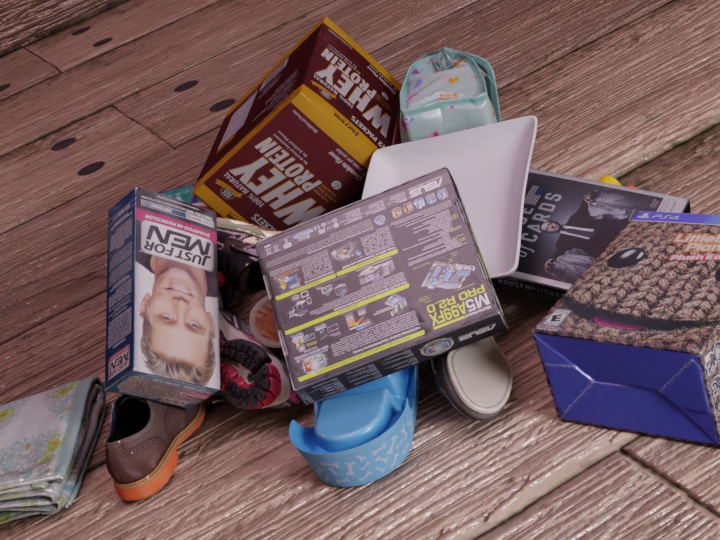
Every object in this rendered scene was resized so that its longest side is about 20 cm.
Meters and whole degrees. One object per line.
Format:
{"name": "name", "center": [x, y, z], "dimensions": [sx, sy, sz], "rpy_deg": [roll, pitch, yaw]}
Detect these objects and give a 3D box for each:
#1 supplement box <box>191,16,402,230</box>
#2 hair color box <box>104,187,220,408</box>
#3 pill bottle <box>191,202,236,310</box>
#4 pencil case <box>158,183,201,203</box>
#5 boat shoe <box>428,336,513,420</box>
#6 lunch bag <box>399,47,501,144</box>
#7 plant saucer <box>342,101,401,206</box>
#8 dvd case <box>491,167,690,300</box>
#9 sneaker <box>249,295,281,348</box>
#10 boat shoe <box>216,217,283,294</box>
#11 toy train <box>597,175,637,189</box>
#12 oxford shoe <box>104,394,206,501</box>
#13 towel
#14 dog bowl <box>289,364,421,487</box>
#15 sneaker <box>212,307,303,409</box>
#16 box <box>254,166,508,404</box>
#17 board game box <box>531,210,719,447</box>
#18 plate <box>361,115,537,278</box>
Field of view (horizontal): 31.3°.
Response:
{"name": "supplement box", "center": [-0.071, -0.158, 1.535], "dimensions": [0.197, 0.133, 0.200], "rpy_deg": [-39, 22, 30]}
{"name": "hair color box", "center": [-0.195, 0.027, 1.273], "dimensions": [0.060, 0.100, 0.201], "rpy_deg": [-32, 52, 42]}
{"name": "pill bottle", "center": [-0.198, 0.011, 1.483], "dimensions": [0.112, 0.113, 0.200], "rpy_deg": [-11, 28, 18]}
{"name": "pencil case", "center": [-0.192, -0.081, 1.688], "dimensions": [0.199, 0.085, 0.092], "rpy_deg": [-15, 10, 12]}
{"name": "boat shoe", "center": [0.098, 0.089, 1.205], "dimensions": [0.067, 0.057, 0.200], "rpy_deg": [14, 28, -11]}
{"name": "lunch bag", "center": [0.110, -0.159, 1.525], "dimensions": [0.122, 0.171, 0.200], "rpy_deg": [-11, 25, 6]}
{"name": "plant saucer", "center": [-0.016, -0.087, 1.540], "dimensions": [0.200, 0.037, 0.200], "rpy_deg": [-41, 20, 27]}
{"name": "dvd case", "center": [0.211, -0.033, 1.299], "dimensions": [0.200, 0.025, 0.150], "rpy_deg": [15, 54, 30]}
{"name": "sneaker", "center": [-0.009, 0.023, 1.268], "dimensions": [0.199, 0.072, 0.080], "rpy_deg": [-15, 2, 8]}
{"name": "boat shoe", "center": [-0.116, -0.008, 1.369], "dimensions": [0.199, 0.072, 0.065], "rpy_deg": [10, 61, 15]}
{"name": "toy train", "center": [0.202, -0.031, 1.357], "dimensions": [0.199, 0.056, 0.151], "rpy_deg": [-5, 47, 15]}
{"name": "oxford shoe", "center": [-0.205, 0.140, 1.286], "dimensions": [0.071, 0.073, 0.200], "rpy_deg": [-15, 26, 13]}
{"name": "towel", "center": [-0.360, 0.191, 1.328], "dimensions": [0.171, 0.048, 0.200], "rpy_deg": [-15, 26, 10]}
{"name": "dog bowl", "center": [0.002, 0.125, 1.194], "dimensions": [0.111, 0.050, 0.200], "rpy_deg": [-13, 28, 15]}
{"name": "sneaker", "center": [-0.127, 0.090, 1.314], "dimensions": [0.075, 0.081, 0.200], "rpy_deg": [12, 16, -43]}
{"name": "box", "center": [0.016, 0.013, 1.183], "dimensions": [0.199, 0.044, 0.161], "rpy_deg": [-22, 63, 7]}
{"name": "board game box", "center": [0.273, 0.043, 1.105], "dimensions": [0.159, 0.097, 0.200], "rpy_deg": [5, 36, 41]}
{"name": "plate", "center": [0.086, -0.058, 1.326], "dimensions": [0.199, 0.032, 0.200], "rpy_deg": [-9, 51, 30]}
